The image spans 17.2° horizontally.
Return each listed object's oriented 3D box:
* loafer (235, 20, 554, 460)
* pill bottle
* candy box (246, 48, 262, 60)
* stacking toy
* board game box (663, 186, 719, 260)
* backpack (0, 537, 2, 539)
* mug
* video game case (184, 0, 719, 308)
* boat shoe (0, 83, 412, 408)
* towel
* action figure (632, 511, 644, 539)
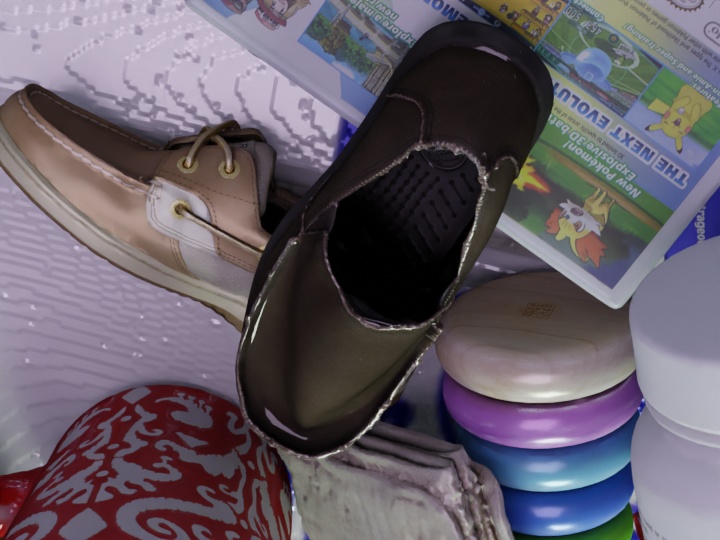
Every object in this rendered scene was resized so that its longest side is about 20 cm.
[{"bbox_3d":[0.000,0.000,0.858,0.073,0.071,0.201,27,127,0],"label":"loafer"},{"bbox_3d":[0.157,0.093,0.836,0.112,0.114,0.201,-8,117,14],"label":"pill bottle"},{"bbox_3d":[0.060,-0.145,0.878,0.136,0.061,0.201,27,114,-1],"label":"candy box"},{"bbox_3d":[0.076,0.106,0.966,0.085,0.086,0.201,1,116,11],"label":"stacking toy"},{"bbox_3d":[0.214,-0.028,0.901,0.198,0.045,0.153,-1,110,10],"label":"board game box"},{"bbox_3d":[-0.226,0.127,1.006,0.162,0.154,0.202,-14,92,21],"label":"backpack"},{"bbox_3d":[-0.102,0.116,0.926,0.177,0.200,0.133,41,107,-10],"label":"mug"},{"bbox_3d":[0.066,-0.111,0.846,0.199,0.022,0.183,35,113,-6],"label":"video game case"},{"bbox_3d":[-0.053,-0.024,0.945,0.199,0.074,0.067,31,110,-13],"label":"boat shoe"},{"bbox_3d":[0.033,0.151,0.973,0.034,0.132,0.201,-26,112,-27],"label":"towel"},{"bbox_3d":[0.211,0.101,0.933,0.198,0.052,0.066,-15,121,-1],"label":"action figure"}]
